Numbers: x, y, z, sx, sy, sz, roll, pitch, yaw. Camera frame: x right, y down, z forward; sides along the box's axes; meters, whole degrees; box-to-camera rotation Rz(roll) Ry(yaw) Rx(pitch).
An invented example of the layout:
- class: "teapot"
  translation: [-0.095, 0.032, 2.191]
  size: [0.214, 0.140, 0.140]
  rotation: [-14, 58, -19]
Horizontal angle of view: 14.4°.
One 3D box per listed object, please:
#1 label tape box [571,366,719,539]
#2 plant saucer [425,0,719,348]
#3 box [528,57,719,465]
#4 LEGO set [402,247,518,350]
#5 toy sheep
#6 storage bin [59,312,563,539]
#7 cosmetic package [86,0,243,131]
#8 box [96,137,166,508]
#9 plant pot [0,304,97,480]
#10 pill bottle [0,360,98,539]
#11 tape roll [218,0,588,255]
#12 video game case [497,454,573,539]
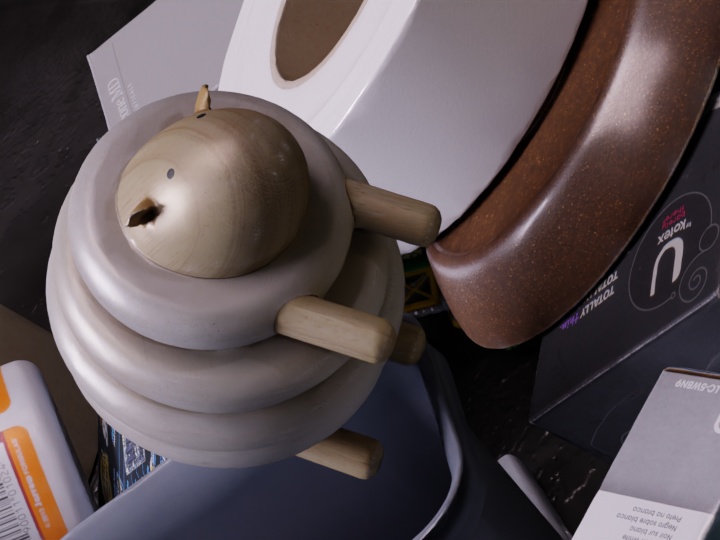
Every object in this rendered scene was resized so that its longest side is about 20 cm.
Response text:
- class: "label tape box"
  translation: [0.116, 0.156, 0.959]
  size: [0.063, 0.144, 0.201]
  rotation: [8, 62, 50]
- class: "plant saucer"
  translation: [0.079, -0.067, 1.139]
  size: [0.201, 0.034, 0.201]
  rotation: [-52, 21, 29]
- class: "box"
  translation: [0.152, -0.023, 1.106]
  size: [0.122, 0.106, 0.201]
  rotation: [-39, 30, 48]
- class: "LEGO set"
  translation: [0.000, 0.000, 1.301]
  size: [0.153, 0.116, 0.200]
  rotation: [-20, 43, -12]
- class: "toy sheep"
  translation: [-0.045, 0.009, 0.998]
  size: [0.137, 0.200, 0.139]
  rotation: [2, 57, -3]
- class: "storage bin"
  translation: [-0.012, 0.131, 1.093]
  size: [0.200, 0.134, 0.146]
  rotation: [-36, 36, 14]
- class: "cosmetic package"
  translation: [-0.035, -0.118, 1.446]
  size: [0.200, 0.090, 0.107]
  rotation: [-37, 38, 10]
- class: "box"
  translation: [-0.075, 0.063, 1.232]
  size: [0.046, 0.201, 0.159]
  rotation: [-7, 31, -17]
- class: "plant pot"
  translation: [-0.261, 0.059, 1.416]
  size: [0.187, 0.200, 0.188]
  rotation: [-28, 38, 25]
- class: "pill bottle"
  translation: [-0.221, 0.128, 1.306]
  size: [0.199, 0.113, 0.113]
  rotation: [-22, 35, -5]
- class: "tape roll"
  translation: [0.018, -0.111, 1.182]
  size: [0.203, 0.070, 0.203]
  rotation: [-50, 26, 35]
- class: "video game case"
  translation: [0.022, 0.191, 1.136]
  size: [0.200, 0.022, 0.183]
  rotation: [-42, 35, 7]
